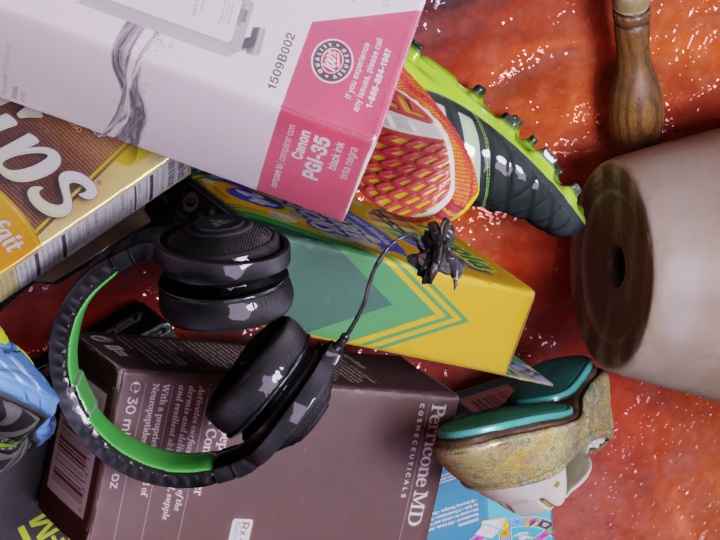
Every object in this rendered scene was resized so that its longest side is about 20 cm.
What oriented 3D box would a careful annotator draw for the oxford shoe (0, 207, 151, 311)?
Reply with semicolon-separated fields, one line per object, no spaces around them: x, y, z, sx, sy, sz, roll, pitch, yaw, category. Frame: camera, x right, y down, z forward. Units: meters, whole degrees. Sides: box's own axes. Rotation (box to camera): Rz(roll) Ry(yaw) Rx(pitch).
-0.207;0.000;1.267;0.199;0.071;0.071;-33;93;-12;oxford shoe

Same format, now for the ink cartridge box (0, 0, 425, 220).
-0.073;-0.131;1.180;0.199;0.083;0.147;20;63;-2;ink cartridge box

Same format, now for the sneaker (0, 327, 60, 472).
-0.188;0.067;1.184;0.083;0.200;0.071;-41;81;-13;sneaker

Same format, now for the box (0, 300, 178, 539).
-0.155;0.146;1.352;0.193;0.047;0.201;-31;120;-18;box

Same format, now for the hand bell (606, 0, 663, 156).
0.150;-0.136;1.400;0.104;0.104;0.201;-23;132;-19;hand bell

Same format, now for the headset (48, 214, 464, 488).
-0.049;0.024;1.209;0.199;0.094;0.124;-20;106;14;headset

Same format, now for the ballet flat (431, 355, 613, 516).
0.093;0.094;1.348;0.200;0.070;0.071;-25;132;-68;ballet flat

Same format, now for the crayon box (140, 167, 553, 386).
0.000;0.000;1.331;0.199;0.126;0.052;13;103;-32;crayon box

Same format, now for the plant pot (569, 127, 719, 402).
0.216;-0.003;1.418;0.172;0.200;0.201;-1;110;-18;plant pot

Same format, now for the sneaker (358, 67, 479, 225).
-0.015;-0.101;1.275;0.073;0.201;0.077;-34;166;8;sneaker

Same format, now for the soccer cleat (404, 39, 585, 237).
0.038;-0.067;1.368;0.200;0.068;0.081;36;100;-28;soccer cleat

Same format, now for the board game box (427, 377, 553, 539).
0.038;0.177;1.469;0.150;0.047;0.201;-15;116;-23;board game box

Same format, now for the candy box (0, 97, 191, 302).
-0.192;-0.044;1.217;0.200;0.055;0.116;-35;82;-12;candy box

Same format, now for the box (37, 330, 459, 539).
-0.057;0.094;1.317;0.199;0.075;0.101;5;103;-31;box
